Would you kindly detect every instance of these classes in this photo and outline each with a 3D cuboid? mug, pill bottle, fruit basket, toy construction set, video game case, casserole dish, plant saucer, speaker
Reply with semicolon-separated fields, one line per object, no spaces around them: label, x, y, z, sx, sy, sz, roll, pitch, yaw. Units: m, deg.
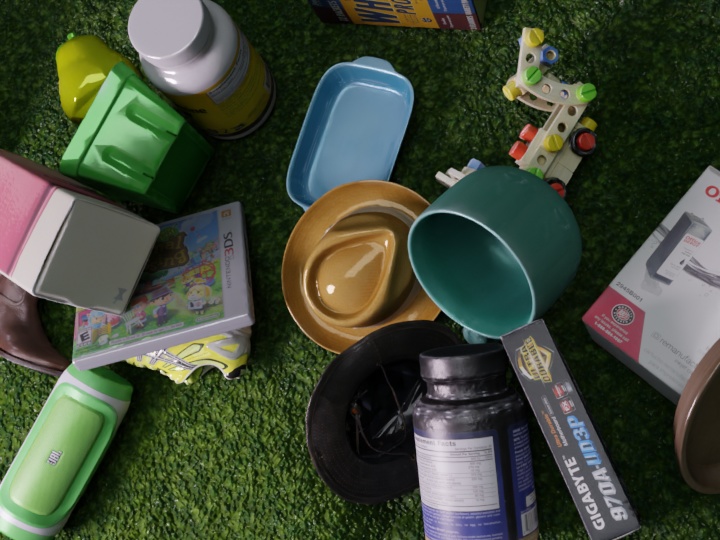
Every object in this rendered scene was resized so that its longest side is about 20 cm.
mug;0.134;-0.020;0.937;0.152;0.185;0.114;47;60;2
pill bottle;0.109;0.176;0.908;0.111;0.112;0.201;-5;92;14
pill bottle;-0.176;-0.232;1.053;0.112;0.200;0.113;-3;75;13
fruit basket;-0.281;-0.168;1.068;0.215;0.216;0.156;28;87;19
toy construction set;0.172;-0.140;0.992;0.131;0.092;0.200;33;100;-9
video game case;-0.221;0.013;1.052;0.199;0.022;0.182;-15;46;4
casserole dish;-0.008;-0.145;1.074;0.121;0.039;0.201;16;84;18
plant saucer;0.353;0.112;0.847;0.200;0.200;0.029;-51;42;0
speaker;-0.338;0.205;1.066;0.088;0.088;0.200;27;86;19

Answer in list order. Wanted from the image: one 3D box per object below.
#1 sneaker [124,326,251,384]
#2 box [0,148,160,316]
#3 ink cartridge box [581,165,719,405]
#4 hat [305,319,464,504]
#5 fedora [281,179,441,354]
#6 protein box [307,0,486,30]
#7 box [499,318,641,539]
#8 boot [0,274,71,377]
sneaker;-0.219;0.092;1.063;0.199;0.075;0.077;-6;82;18
box;-0.339;-0.047;1.015;0.200;0.128;0.109;26;92;33
ink cartridge box;0.336;0.023;0.908;0.146;0.085;0.200;40;89;29
hat;0.023;0.138;0.974;0.201;0.200;0.081;-62;27;-4
fedora;0.000;0.000;0.995;0.200;0.082;0.201;1;94;13
protein box;0.046;-0.395;1.062;0.199;0.135;0.199;8;80;17
box;0.201;0.153;0.886;0.046;0.159;0.200;-26;73;10
boot;-0.381;0.013;1.136;0.186;0.064;0.200;24;81;17
